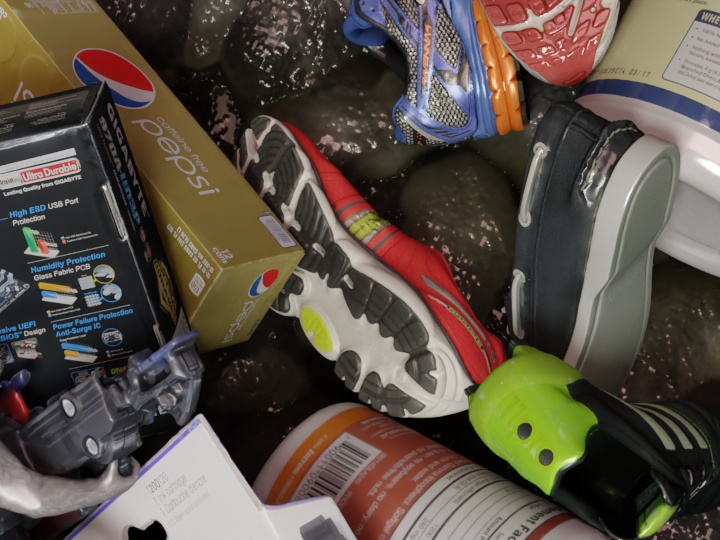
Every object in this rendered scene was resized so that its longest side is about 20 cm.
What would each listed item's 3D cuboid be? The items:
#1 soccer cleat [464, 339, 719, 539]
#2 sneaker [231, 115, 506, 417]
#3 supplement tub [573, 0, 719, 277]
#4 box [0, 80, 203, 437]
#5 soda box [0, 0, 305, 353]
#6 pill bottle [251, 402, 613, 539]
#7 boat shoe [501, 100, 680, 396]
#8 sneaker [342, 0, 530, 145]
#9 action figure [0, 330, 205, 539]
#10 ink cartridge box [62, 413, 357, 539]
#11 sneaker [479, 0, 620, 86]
[{"bbox_3d":[0.124,0.092,0.740,0.068,0.199,0.081,-50,47,17],"label":"soccer cleat"},{"bbox_3d":[0.000,0.000,0.830,0.200,0.084,0.077,53,124,30],"label":"sneaker"},{"bbox_3d":[0.202,-0.109,0.799,0.144,0.145,0.201,29,80,10],"label":"supplement tub"},{"bbox_3d":[-0.187,0.014,0.736,0.198,0.046,0.160,-12,119,7],"label":"box"},{"bbox_3d":[-0.120,-0.052,0.823,0.200,0.064,0.068,50,125,21],"label":"soda box"},{"bbox_3d":[0.048,0.148,0.736,0.199,0.112,0.113,25,79,30],"label":"pill bottle"},{"bbox_3d":[0.099,0.009,0.767,0.060,0.201,0.075,32,43,26],"label":"boat shoe"},{"bbox_3d":[0.021,-0.156,0.861,0.078,0.075,0.202,-22,74,2],"label":"sneaker"},{"bbox_3d":[-0.139,0.106,0.667,0.200,0.104,0.195,-43,67,34],"label":"action figure"},{"bbox_3d":[-0.050,0.179,0.726,0.043,0.198,0.201,-25,79,-42],"label":"ink cartridge box"},{"bbox_3d":[0.098,-0.171,0.828,0.077,0.082,0.202,-14,52,15],"label":"sneaker"}]
